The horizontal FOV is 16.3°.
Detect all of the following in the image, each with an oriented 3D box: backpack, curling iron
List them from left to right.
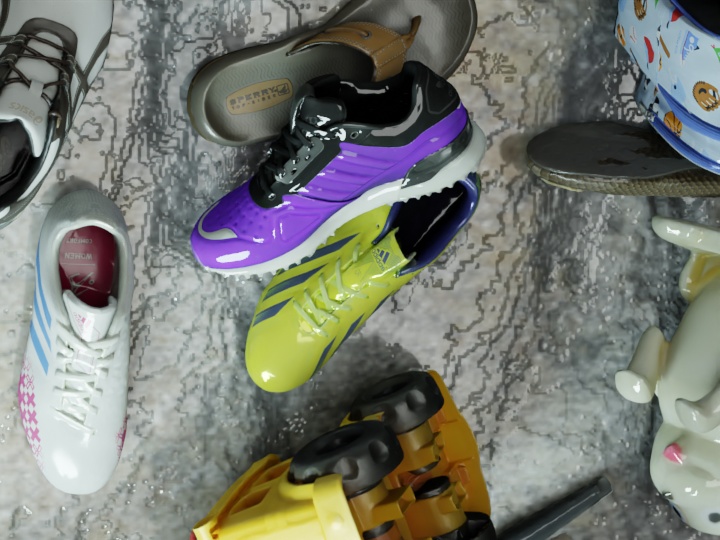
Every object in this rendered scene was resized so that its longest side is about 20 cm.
[{"bbox_3d":[0.082,0.188,1.700,0.200,0.026,0.050,-23,106,-9],"label":"curling iron"},{"bbox_3d":[0.264,-0.141,1.607,0.200,0.191,0.154,-8,117,-12],"label":"backpack"}]

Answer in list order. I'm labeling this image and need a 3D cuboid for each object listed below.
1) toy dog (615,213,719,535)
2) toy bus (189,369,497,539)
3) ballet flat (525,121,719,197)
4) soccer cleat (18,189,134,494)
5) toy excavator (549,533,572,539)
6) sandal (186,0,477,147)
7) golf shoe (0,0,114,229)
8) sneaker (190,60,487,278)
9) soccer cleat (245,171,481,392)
[{"bbox_3d":[0.255,0.078,1.683,0.194,0.140,0.200,11,96,-51],"label":"toy dog"},{"bbox_3d":[-0.027,0.166,1.617,0.192,0.200,0.136,-17,104,27],"label":"toy bus"},{"bbox_3d":[0.205,-0.066,1.677,0.200,0.067,0.046,-2,132,-16],"label":"ballet flat"},{"bbox_3d":[-0.179,0.050,1.586,0.070,0.086,0.200,-1,99,-13],"label":"soccer cleat"},{"bbox_3d":[0.142,0.242,1.633,0.100,0.200,0.195,-27,104,-8],"label":"toy excavator"},{"bbox_3d":[-0.014,-0.132,1.612,0.200,0.055,0.082,-18,103,-10],"label":"sandal"},{"bbox_3d":[-0.199,-0.116,1.553,0.078,0.094,0.200,17,93,-14],"label":"golf shoe"},{"bbox_3d":[-0.029,-0.074,1.580,0.200,0.070,0.100,-26,133,6],"label":"sneaker"},{"bbox_3d":[0.000,-0.001,1.621,0.065,0.084,0.200,44,88,-16],"label":"soccer cleat"}]
